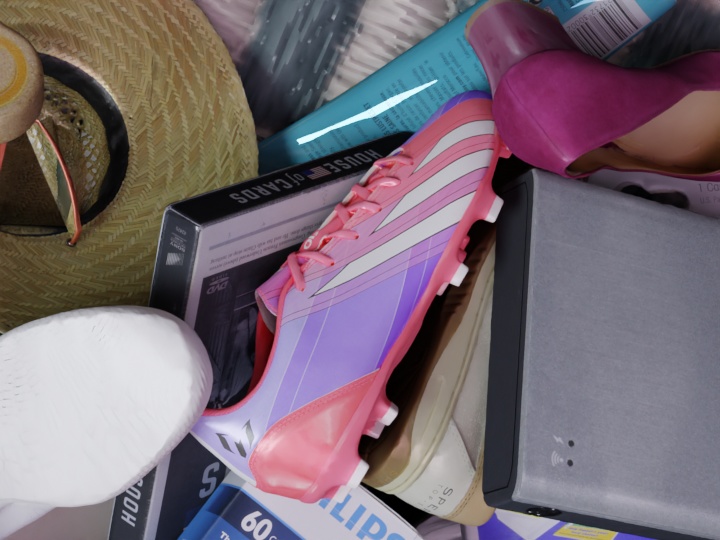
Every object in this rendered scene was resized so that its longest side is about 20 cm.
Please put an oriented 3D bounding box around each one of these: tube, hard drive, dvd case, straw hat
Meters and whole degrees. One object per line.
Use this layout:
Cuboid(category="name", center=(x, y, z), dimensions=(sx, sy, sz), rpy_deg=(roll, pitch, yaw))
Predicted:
Cuboid(category="tube", center=(0.047, -0.080, 0.930), dimensions=(0.200, 0.050, 0.078), rpy_deg=(-36, 103, 12))
Cuboid(category="hard drive", center=(0.148, 0.047, 0.884), dimensions=(0.199, 0.033, 0.140), rpy_deg=(13, 69, -25))
Cuboid(category="dvd case", center=(-0.042, 0.046, 0.909), dimensions=(0.150, 0.025, 0.201), rpy_deg=(-22, 133, -46))
Cuboid(category="straw hat", center=(-0.150, -0.048, 0.887), dimensions=(0.201, 0.202, 0.085), rpy_deg=(32, 147, -19))

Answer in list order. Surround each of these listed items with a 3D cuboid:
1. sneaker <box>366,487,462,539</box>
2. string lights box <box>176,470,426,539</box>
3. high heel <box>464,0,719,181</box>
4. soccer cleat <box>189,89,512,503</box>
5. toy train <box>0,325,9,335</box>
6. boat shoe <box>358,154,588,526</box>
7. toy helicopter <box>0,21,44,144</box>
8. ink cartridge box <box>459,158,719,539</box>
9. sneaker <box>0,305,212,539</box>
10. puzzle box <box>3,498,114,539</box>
Cuboid(category="sneaker", center=(0.034, 0.140, 1.002), dimensions=(0.200, 0.076, 0.077), rpy_deg=(-30, 114, 3))
Cuboid(category="string lights box", center=(-0.057, 0.174, 0.865), dimensions=(0.103, 0.059, 0.200), rpy_deg=(40, 78, -7))
Cuboid(category="high heel", center=(0.132, -0.051, 0.891), dimensions=(0.199, 0.096, 0.067), rpy_deg=(11, 128, -33))
Cuboid(category="soccer cleat", center=(0.000, 0.000, 0.850), dimensions=(0.076, 0.067, 0.200), rpy_deg=(28, 68, -5))
Cuboid(category="toy train", center=(-0.209, 0.009, 0.907), dimensions=(0.199, 0.046, 0.034), rpy_deg=(9, 126, 3))
Cuboid(category="boat shoe", center=(0.061, 0.020, 0.908), dimensions=(0.066, 0.074, 0.200), rpy_deg=(34, 65, -16))
Cuboid(category="toy helicopter", center=(-0.164, -0.136, 0.814), dimensions=(0.132, 0.200, 0.079), rpy_deg=(-17, 156, -21))
Cuboid(category="ink cartridge box", center=(0.134, 0.043, 0.959), dimensions=(0.197, 0.043, 0.201), rpy_deg=(-4, 73, -6))
Cuboid(category="sneaker", center=(-0.130, 0.066, 0.847), dimensions=(0.200, 0.088, 0.075), rpy_deg=(-31, 88, 28))
Cuboid(category="puzzle box", center=(-0.142, 0.102, 0.951), dimensions=(0.200, 0.025, 0.133), rpy_deg=(-40, 114, -15))
